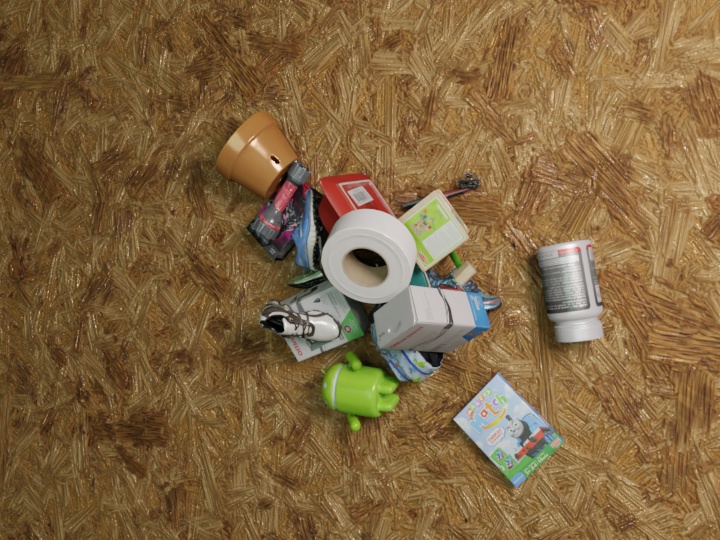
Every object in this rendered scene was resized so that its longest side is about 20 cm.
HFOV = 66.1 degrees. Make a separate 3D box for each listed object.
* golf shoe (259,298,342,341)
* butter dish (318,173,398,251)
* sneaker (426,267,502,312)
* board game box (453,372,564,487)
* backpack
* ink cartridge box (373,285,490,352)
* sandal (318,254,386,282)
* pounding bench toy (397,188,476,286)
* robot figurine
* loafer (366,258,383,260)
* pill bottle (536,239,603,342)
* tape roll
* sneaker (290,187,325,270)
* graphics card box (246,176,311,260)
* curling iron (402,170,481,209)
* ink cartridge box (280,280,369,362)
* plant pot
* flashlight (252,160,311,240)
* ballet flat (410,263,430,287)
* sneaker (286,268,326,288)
[{"bbox_3d":[-0.143,0.134,1.290,0.196,0.095,0.079,12,111,5],"label":"golf shoe"},{"bbox_3d":[-0.021,-0.117,1.332,0.148,0.199,0.201,-43,75,37],"label":"butter dish"},{"bbox_3d":[0.229,0.041,1.273,0.196,0.079,0.098,11,91,20],"label":"sneaker"},{"bbox_3d":[0.332,0.358,1.252,0.200,0.036,0.152,45,105,16],"label":"board game box"},{"bbox_3d":[0.108,0.157,1.288,0.199,0.163,0.155,41,112,9],"label":"backpack"},{"bbox_3d":[0.147,0.106,1.162,0.144,0.197,0.086,-42,50,46],"label":"ink cartridge box"},{"bbox_3d":[0.000,0.000,1.300,0.195,0.055,0.084,2,84,-3],"label":"sandal"},{"bbox_3d":[0.183,-0.065,1.254,0.124,0.156,0.201,-37,90,15],"label":"pounding bench toy"},{"bbox_3d":[-0.007,0.288,1.340,0.196,0.115,0.179,5,103,21],"label":"robot figurine"},{"bbox_3d":[0.056,0.007,1.341,0.196,0.075,0.071,-9,82,20],"label":"loafer"},{"bbox_3d":[0.445,0.044,1.171,0.112,0.114,0.204,-10,86,20],"label":"pill bottle"},{"bbox_3d":[0.019,-0.026,1.178,0.198,0.071,0.205,9,130,11],"label":"tape roll"},{"bbox_3d":[-0.134,-0.103,1.365,0.088,0.078,0.205,2,84,28],"label":"sneaker"},{"bbox_3d":[-0.195,-0.140,1.453,0.126,0.051,0.200,47,105,15],"label":"graphics card box"},{"bbox_3d":[0.190,-0.185,1.315,0.197,0.026,0.050,-18,120,23],"label":"curling iron"},{"bbox_3d":[-0.098,0.119,1.372,0.197,0.084,0.148,-25,104,19],"label":"ink cartridge box"},{"bbox_3d":[-0.250,-0.282,1.412,0.140,0.200,0.201,41,104,-1],"label":"plant pot"},{"bbox_3d":[-0.195,-0.176,1.391,0.067,0.068,0.202,39,103,18],"label":"flashlight"},{"bbox_3d":[0.106,-0.018,1.262,0.069,0.070,0.202,-30,103,17],"label":"ballet flat"},{"bbox_3d":[-0.103,-0.017,1.414,0.197,0.077,0.090,-24,68,14],"label":"sneaker"}]
